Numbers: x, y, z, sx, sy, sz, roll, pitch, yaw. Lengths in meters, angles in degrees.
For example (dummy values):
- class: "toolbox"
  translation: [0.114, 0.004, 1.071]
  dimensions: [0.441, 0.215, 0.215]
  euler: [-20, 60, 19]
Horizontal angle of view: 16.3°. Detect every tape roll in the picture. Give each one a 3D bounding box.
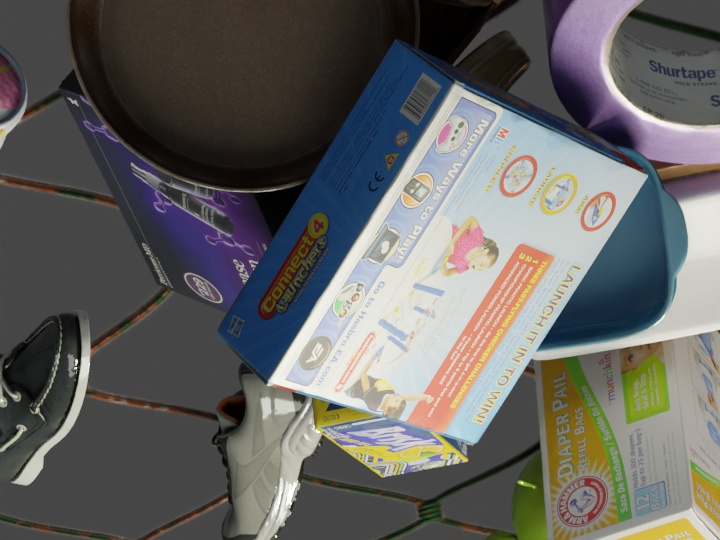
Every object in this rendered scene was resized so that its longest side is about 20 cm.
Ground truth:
- class: "tape roll"
  translation: [0.210, -0.152, 1.494]
  dimensions: [0.200, 0.066, 0.200]
  euler: [-1, 140, -1]

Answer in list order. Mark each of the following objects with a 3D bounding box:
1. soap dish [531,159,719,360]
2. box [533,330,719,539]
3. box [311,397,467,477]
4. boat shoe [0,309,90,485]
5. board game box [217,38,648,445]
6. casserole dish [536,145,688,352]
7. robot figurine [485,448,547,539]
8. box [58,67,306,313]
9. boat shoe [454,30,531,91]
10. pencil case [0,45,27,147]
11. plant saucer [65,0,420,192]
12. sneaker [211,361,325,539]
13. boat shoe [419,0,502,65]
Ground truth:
- class: "soap dish"
  translation: [0.181, -0.025, 1.650]
  dimensions: [0.200, 0.081, 0.157]
  euler: [-11, 140, 11]
- class: "box"
  translation: [0.193, 0.121, 1.736]
  dimensions: [0.112, 0.200, 0.101]
  euler: [-22, 137, 23]
- class: "box"
  translation: [0.020, 0.092, 1.745]
  dimensions: [0.070, 0.064, 0.200]
  euler: [-11, 163, 11]
- class: "boat shoe"
  translation: [-0.241, 0.093, 1.782]
  dimensions: [0.060, 0.076, 0.200]
  euler: [8, 140, -21]
- class: "board game box"
  translation: [0.045, -0.011, 1.449]
  dimensions: [0.196, 0.056, 0.200]
  euler: [21, 105, -49]
- class: "casserole dish"
  translation: [0.113, -0.011, 1.555]
  dimensions: [0.200, 0.121, 0.039]
  euler: [-8, 178, 26]
- class: "robot figurine"
  translation: [0.183, 0.200, 1.901]
  dimensions: [0.175, 0.116, 0.200]
  euler: [-21, 137, 8]
- class: "box"
  translation: [-0.083, -0.055, 1.555]
  dimensions: [0.141, 0.079, 0.200]
  euler: [24, 153, 32]
- class: "boat shoe"
  translation: [0.048, -0.054, 1.527]
  dimensions: [0.069, 0.200, 0.074]
  euler: [37, 172, 9]
- class: "pencil case"
  translation: [-0.278, -0.064, 1.574]
  dimensions: [0.083, 0.091, 0.200]
  euler: [16, 137, -21]
- class: "plant saucer"
  translation: [-0.067, -0.140, 1.429]
  dimensions: [0.200, 0.200, 0.032]
  euler: [2, 170, -5]
- class: "sneaker"
  translation: [-0.075, 0.131, 1.848]
  dimensions: [0.079, 0.074, 0.200]
  euler: [15, 133, -6]
- class: "boat shoe"
  translation: [0.065, -0.182, 1.459]
  dimensions: [0.072, 0.068, 0.200]
  euler: [12, 139, -17]
